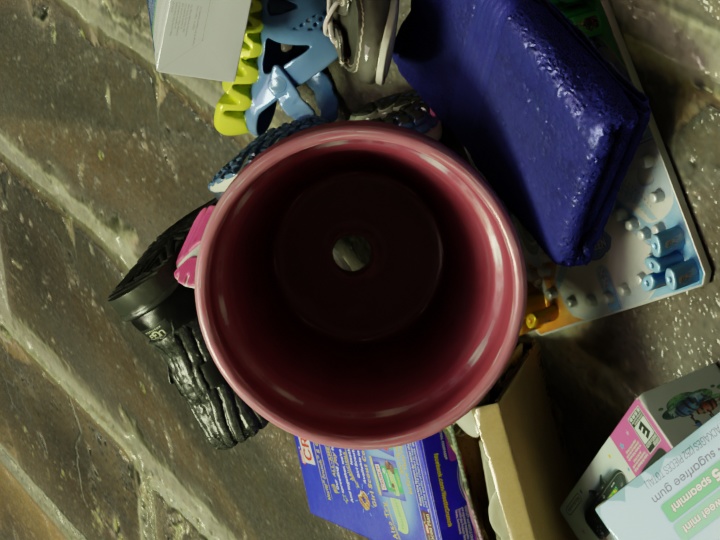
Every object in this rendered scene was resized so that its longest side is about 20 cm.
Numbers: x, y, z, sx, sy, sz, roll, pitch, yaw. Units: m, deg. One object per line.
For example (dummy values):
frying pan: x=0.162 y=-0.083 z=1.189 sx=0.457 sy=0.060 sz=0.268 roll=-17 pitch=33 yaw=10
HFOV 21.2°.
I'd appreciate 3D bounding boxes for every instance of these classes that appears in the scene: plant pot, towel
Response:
plant pot: x=0.000 y=0.000 z=1.233 sx=0.179 sy=0.200 sz=0.200 roll=-91 pitch=-15 yaw=-82
towel: x=0.095 y=-0.114 z=1.161 sx=0.200 sy=0.050 sz=0.148 roll=55 pitch=155 yaw=27

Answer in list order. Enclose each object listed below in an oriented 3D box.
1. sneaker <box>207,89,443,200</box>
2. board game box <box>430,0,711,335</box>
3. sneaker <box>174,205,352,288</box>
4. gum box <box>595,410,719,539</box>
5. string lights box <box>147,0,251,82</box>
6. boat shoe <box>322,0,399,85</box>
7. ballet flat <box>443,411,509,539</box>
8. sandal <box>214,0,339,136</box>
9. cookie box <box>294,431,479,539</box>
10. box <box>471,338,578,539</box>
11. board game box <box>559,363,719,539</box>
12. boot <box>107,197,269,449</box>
sneaker: x=-0.022 y=-0.061 z=1.372 sx=0.200 sy=0.077 sz=0.085 roll=-10 pitch=115 yaw=36
board game box: x=0.121 y=-0.065 z=1.217 sx=0.200 sy=0.026 sz=0.200 roll=-24 pitch=87 yaw=62
sneaker: x=-0.051 y=0.007 z=1.420 sx=0.200 sy=0.088 sz=0.081 roll=27 pitch=91 yaw=54
gum box: x=0.248 y=0.163 z=1.037 sx=0.170 sy=0.045 sz=0.200 roll=-43 pitch=66 yaw=26
string lights box: x=-0.118 y=-0.226 z=1.395 sx=0.200 sy=0.059 sz=0.103 roll=-105 pitch=27 yaw=-59
boat shoe: x=-0.005 y=-0.172 z=1.231 sx=0.200 sy=0.057 sz=0.067 roll=-87 pitch=5 yaw=-61
ballet flat: x=0.091 y=0.120 z=1.333 sx=0.071 sy=0.069 sz=0.200 roll=-106 pitch=2 yaw=-73
sandal: x=-0.044 y=-0.178 z=1.404 sx=0.087 sy=0.080 sz=0.200 roll=20 pitch=127 yaw=9
cookie box: x=0.022 y=0.115 z=1.455 sx=0.200 sy=0.075 sz=0.171 roll=13 pitch=118 yaw=58
box: x=0.121 y=0.159 z=1.255 sx=0.163 sy=0.021 sz=0.200 roll=-41 pitch=-63 yaw=-72
board game box: x=0.219 y=0.181 z=1.163 sx=0.200 sy=0.064 sz=0.148 roll=57 pitch=150 yaw=23
boot: x=-0.106 y=0.033 z=1.556 sx=0.079 sy=0.211 sz=0.158 roll=-26 pitch=108 yaw=38
